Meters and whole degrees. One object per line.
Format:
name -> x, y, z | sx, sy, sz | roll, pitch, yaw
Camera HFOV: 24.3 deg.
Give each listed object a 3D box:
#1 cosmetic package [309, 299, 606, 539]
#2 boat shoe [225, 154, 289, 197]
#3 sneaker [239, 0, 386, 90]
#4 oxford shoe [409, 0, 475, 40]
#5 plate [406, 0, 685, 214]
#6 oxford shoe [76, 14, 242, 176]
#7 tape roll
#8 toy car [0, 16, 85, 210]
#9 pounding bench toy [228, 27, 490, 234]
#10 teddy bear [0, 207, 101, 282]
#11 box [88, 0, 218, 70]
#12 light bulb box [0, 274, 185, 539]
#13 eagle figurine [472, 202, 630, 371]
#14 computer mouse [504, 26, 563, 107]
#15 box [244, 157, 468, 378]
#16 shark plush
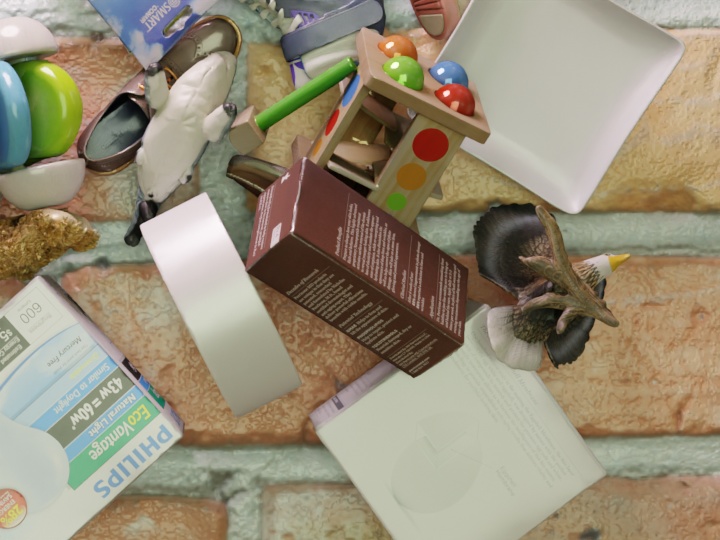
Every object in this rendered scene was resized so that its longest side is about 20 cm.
cosmetic package -> 0.089, 0.165, 1.594 | 0.200, 0.123, 0.200 | -35, 95, -2
boat shoe -> -0.045, -0.044, 1.600 | 0.200, 0.076, 0.072 | 29, 91, -4
sneaker -> -0.074, -0.242, 1.586 | 0.200, 0.081, 0.147 | 5, 87, -11
oxford shoe -> 0.071, -0.326, 1.615 | 0.074, 0.071, 0.200 | -20, 98, -25
plate -> 0.176, -0.185, 1.602 | 0.199, 0.032, 0.200 | 30, 107, -3
oxford shoe -> -0.187, -0.165, 1.581 | 0.071, 0.073, 0.200 | 43, 87, -5
tape roll -> -0.127, 0.033, 1.530 | 0.071, 0.202, 0.203 | -27, 94, -5
toy car -> -0.355, -0.132, 1.511 | 0.200, 0.150, 0.175 | -10, 92, 19
pounding bench toy -> -0.002, -0.142, 1.532 | 0.200, 0.124, 0.156 | 24, 114, -17
teddy bear -> -0.338, -0.013, 1.538 | 0.200, 0.145, 0.067 | -12, 89, -10
box -> -0.216, -0.299, 1.552 | 0.122, 0.048, 0.200 | -41, 88, 25
light bulb box -> -0.299, 0.141, 1.553 | 0.198, 0.125, 0.200 | -43, 94, -3
eagle figurine -> 0.182, 0.015, 1.562 | 0.151, 0.200, 0.152 | 7, 92, -8
computer mouse -> 0.167, -0.256, 1.623 | 0.058, 0.034, 0.200 | -3, 103, 8
box -> 0.000, 0.000, 1.484 | 0.200, 0.100, 0.075 | 35, 129, -25
shark plush -> -0.164, -0.108, 1.560 | 0.091, 0.083, 0.200 | 16, 107, 4
